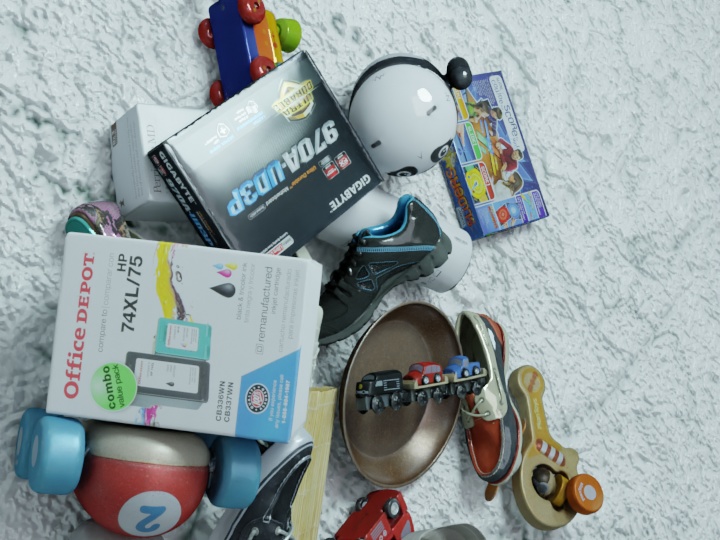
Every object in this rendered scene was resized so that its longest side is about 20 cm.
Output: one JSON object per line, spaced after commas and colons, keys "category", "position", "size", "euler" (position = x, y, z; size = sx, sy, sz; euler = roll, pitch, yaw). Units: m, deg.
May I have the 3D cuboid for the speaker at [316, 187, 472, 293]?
{"category": "speaker", "position": [0.028, -0.045, 1.215], "size": [0.198, 0.081, 0.082], "euler": [23, 63, -29]}

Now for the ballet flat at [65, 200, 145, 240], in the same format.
{"category": "ballet flat", "position": [-0.207, 0.022, 1.025], "size": [0.071, 0.069, 0.202], "euler": [-28, 90, -43]}

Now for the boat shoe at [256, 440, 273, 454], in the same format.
{"category": "boat shoe", "position": [-0.122, 0.089, 1.072], "size": [0.075, 0.060, 0.202], "euler": [-32, 97, -39]}

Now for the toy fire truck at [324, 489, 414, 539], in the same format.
{"category": "toy fire truck", "position": [0.003, 0.336, 1.096], "size": [0.200, 0.048, 0.143], "euler": [-42, 116, -46]}

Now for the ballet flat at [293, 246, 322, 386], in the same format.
{"category": "ballet flat", "position": [-0.072, 0.030, 1.092], "size": [0.071, 0.072, 0.202], "euler": [8, 56, -36]}

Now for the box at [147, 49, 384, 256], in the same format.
{"category": "box", "position": [-0.089, -0.101, 1.065], "size": [0.200, 0.046, 0.160], "euler": [-39, 104, -33]}

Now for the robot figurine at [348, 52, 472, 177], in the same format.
{"category": "robot figurine", "position": [0.048, -0.175, 1.211], "size": [0.123, 0.200, 0.152], "euler": [14, 107, -4]}

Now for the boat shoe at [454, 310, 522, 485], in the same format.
{"category": "boat shoe", "position": [0.141, 0.145, 1.250], "size": [0.062, 0.071, 0.203], "euler": [26, 55, -46]}

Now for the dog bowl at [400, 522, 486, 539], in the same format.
{"category": "dog bowl", "position": [0.078, 0.361, 1.111], "size": [0.199, 0.058, 0.203], "euler": [6, 83, -58]}

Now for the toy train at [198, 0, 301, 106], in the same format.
{"category": "toy train", "position": [-0.111, -0.269, 1.179], "size": [0.115, 0.084, 0.203], "euler": [-2, 78, -49]}

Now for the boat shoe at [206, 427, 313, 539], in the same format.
{"category": "boat shoe", "position": [-0.090, 0.237, 0.978], "size": [0.068, 0.201, 0.072], "euler": [37, 9, 21]}

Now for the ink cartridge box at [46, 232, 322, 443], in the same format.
{"category": "ink cartridge box", "position": [-0.142, 0.054, 0.912], "size": [0.197, 0.146, 0.149], "euler": [6, 89, 2]}

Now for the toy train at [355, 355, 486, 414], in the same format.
{"category": "toy train", "position": [0.067, 0.119, 1.151], "size": [0.198, 0.034, 0.047], "euler": [-2, 86, -46]}

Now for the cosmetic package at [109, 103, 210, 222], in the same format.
{"category": "cosmetic package", "position": [-0.148, -0.105, 1.102], "size": [0.198, 0.074, 0.103], "euler": [-1, 77, -39]}

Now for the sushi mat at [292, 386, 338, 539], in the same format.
{"category": "sushi mat", "position": [-0.058, 0.214, 1.059], "size": [0.095, 0.012, 0.203], "euler": [17, 80, -67]}

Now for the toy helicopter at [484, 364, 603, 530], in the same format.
{"category": "toy helicopter", "position": [0.205, 0.210, 1.298], "size": [0.131, 0.079, 0.203], "euler": [7, 62, -27]}

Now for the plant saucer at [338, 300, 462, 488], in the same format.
{"category": "plant saucer", "position": [0.039, 0.132, 1.169], "size": [0.199, 0.036, 0.204], "euler": [-9, 102, -47]}

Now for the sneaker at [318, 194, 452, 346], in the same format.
{"category": "sneaker", "position": [0.000, 0.000, 1.146], "size": [0.199, 0.073, 0.082], "euler": [-39, 120, -9]}

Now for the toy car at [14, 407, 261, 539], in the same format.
{"category": "toy car", "position": [-0.200, 0.229, 0.913], "size": [0.182, 0.176, 0.203], "euler": [9, 83, -24]}

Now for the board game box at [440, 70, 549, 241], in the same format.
{"category": "board game box", "position": [0.159, -0.148, 1.377], "size": [0.134, 0.034, 0.203], "euler": [-16, 87, -40]}
